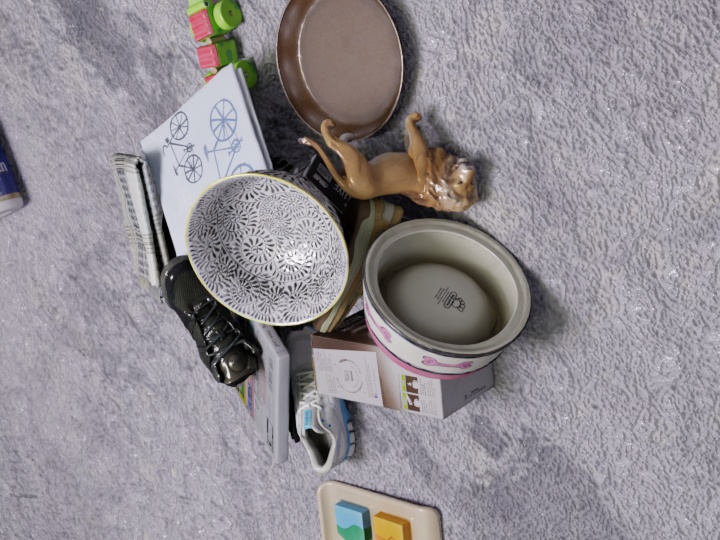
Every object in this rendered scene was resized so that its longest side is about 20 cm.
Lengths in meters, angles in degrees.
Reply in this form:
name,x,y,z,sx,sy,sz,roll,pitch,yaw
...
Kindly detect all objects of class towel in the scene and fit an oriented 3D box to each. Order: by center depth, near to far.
name,x,y,z,sx,sy,sz,roll,pitch,yaw
towel,-0.299,-0.058,1.812,0.192,0.034,0.202,-162,59,-68

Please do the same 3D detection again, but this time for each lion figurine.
name,x,y,z,sx,sy,sz,roll,pitch,yaw
lion figurine,0.034,-0.115,1.556,0.073,0.198,0.124,115,144,-67

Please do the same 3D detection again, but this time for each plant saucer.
name,x,y,z,sx,sy,sz,roll,pitch,yaw
plant saucer,-0.020,-0.258,1.634,0.199,0.032,0.202,16,116,36

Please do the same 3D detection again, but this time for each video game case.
name,x,y,z,sx,sy,sz,roll,pitch,yaw
video game case,-0.139,0.128,1.801,0.182,0.022,0.201,54,151,42

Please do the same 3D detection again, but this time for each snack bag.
name,x,y,z,sx,sy,sz,roll,pitch,yaw
snack bag,-0.191,-0.129,1.692,0.199,0.021,0.190,-33,68,35

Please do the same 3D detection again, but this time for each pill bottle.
name,x,y,z,sx,sy,sz,roll,pitch,yaw
pill bottle,-0.614,-0.175,2.108,0.111,0.111,0.202,-20,92,42

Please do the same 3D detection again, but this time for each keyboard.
name,x,y,z,sx,sy,sz,roll,pitch,yaw
keyboard,-0.119,0.128,1.808,0.039,0.104,0.202,-11,100,0

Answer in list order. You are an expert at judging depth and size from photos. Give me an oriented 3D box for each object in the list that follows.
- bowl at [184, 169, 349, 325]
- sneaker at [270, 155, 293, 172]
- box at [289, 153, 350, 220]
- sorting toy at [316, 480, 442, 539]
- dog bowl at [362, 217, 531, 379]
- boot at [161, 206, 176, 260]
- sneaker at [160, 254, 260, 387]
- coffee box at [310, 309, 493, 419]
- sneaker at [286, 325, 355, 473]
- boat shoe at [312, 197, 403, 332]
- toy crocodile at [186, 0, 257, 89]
name,x,y,z,sx,sy,sz,roll,pitch,yaw
bowl,-0.096,-0.044,1.574,0.199,0.094,0.202,9,123,13
sneaker,-0.148,-0.103,1.779,0.199,0.078,0.090,19,130,38
box,-0.072,-0.038,1.694,0.199,0.050,0.158,-29,115,39
sorting toy,0.025,0.390,1.820,0.199,0.036,0.187,6,109,38
dog bowl,0.092,0.038,1.545,0.200,0.199,0.074,43,141,20
boot,-0.245,-0.070,1.837,0.199,0.072,0.168,17,121,57
sneaker,-0.184,0.071,1.717,0.114,0.076,0.201,37,154,48
coffee box,0.050,0.111,1.650,0.199,0.114,0.081,7,110,38
sneaker,-0.057,0.173,1.770,0.074,0.087,0.202,-13,100,19
boat shoe,0.000,0.000,1.616,0.072,0.075,0.201,-104,29,-44
toy crocodile,-0.187,-0.286,1.744,0.067,0.062,0.202,-9,99,41
